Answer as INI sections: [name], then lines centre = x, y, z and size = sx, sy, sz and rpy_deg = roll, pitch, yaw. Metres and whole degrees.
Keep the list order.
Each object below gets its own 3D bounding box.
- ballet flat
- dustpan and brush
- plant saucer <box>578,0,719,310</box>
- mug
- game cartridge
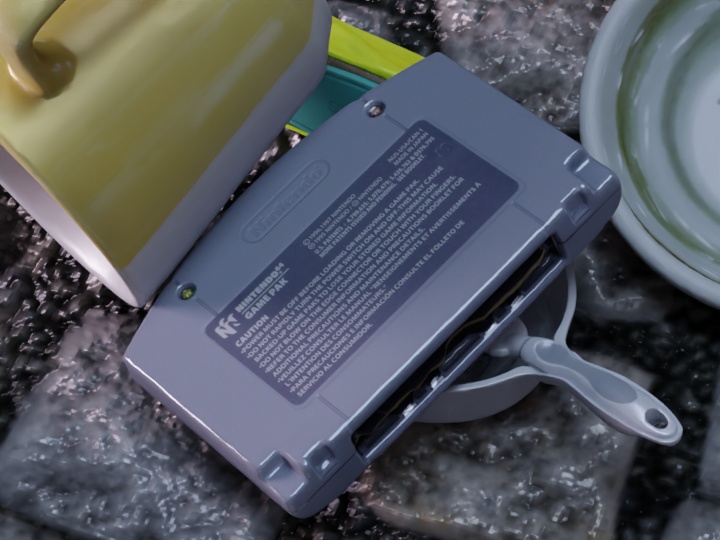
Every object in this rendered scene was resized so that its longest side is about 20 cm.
[ballet flat]
centre = -0.041, -0.106, 1.297
size = 0.200, 0.067, 0.067
rpy_deg = 26, 35, 17
[dustpan and brush]
centre = 0.060, 0.030, 1.179
size = 0.200, 0.057, 0.140
rpy_deg = 37, 61, 27
[plant saucer]
centre = 0.199, -0.064, 1.238
size = 0.199, 0.050, 0.201
rpy_deg = -1, 70, 4
[mug]
centre = -0.090, -0.087, 1.179
size = 0.153, 0.187, 0.149
rpy_deg = -44, 102, -9
[game cartridge]
centre = 0.000, 0.000, 1.171
size = 0.200, 0.041, 0.133
rpy_deg = -44, 56, -11
